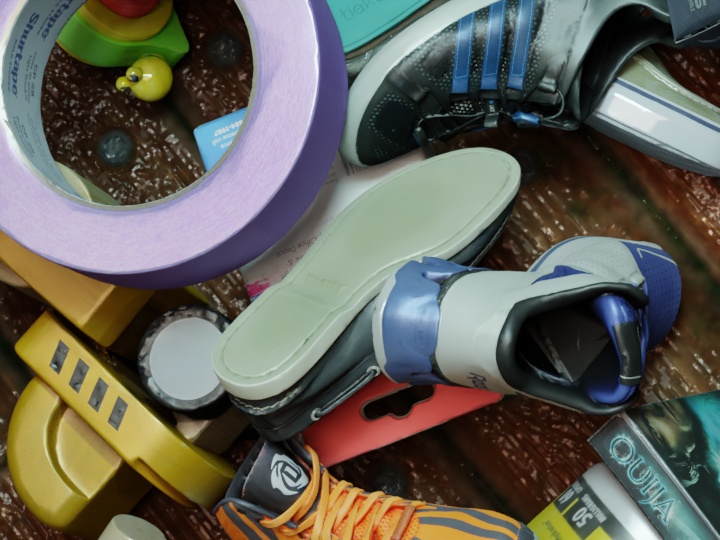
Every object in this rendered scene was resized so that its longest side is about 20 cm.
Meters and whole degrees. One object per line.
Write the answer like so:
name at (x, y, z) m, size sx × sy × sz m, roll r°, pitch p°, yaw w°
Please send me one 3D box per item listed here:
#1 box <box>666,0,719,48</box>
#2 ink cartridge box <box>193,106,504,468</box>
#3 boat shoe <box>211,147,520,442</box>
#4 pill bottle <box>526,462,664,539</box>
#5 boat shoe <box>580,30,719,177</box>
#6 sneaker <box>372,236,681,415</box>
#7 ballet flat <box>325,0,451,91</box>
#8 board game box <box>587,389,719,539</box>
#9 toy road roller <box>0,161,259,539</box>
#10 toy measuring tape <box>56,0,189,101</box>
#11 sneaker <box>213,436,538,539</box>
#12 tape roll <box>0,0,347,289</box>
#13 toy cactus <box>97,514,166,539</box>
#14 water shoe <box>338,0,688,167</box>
box at (0.212, -0.211, 1.532) m, size 0.051 × 0.157 × 0.201 m, roll -26°, pitch 69°, yaw 47°
ink cartridge box at (0.000, 0.000, 1.585) m, size 0.116 × 0.067 × 0.201 m, roll -21°, pitch 75°, yaw 7°
boat shoe at (0.011, 0.016, 1.508) m, size 0.074 × 0.066 × 0.199 m, roll 22°, pitch 55°, yaw 39°
pill bottle at (0.088, 0.202, 1.502) m, size 0.200 × 0.111 × 0.111 m, roll -43°, pitch 73°, yaw 2°
boat shoe at (0.120, -0.115, 1.578) m, size 0.199 × 0.072 × 0.062 m, roll 29°, pitch 89°, yaw 20°
sneaker at (0.111, 0.035, 1.475) m, size 0.115 × 0.199 × 0.081 m, roll 14°, pitch 104°, yaw 41°
ballet flat at (0.049, -0.159, 1.557) m, size 0.199 × 0.064 × 0.068 m, roll -31°, pitch 73°, yaw -6°
board game box at (0.207, 0.148, 1.472) m, size 0.028 × 0.135 × 0.200 m, roll -44°, pitch 72°, yaw 23°
toy road roller at (-0.145, 0.052, 1.581) m, size 0.200 × 0.123 × 0.146 m, roll 42°, pitch 91°, yaw 17°
toy measuring tape at (-0.156, -0.183, 1.655) m, size 0.073 × 0.074 × 0.201 m, roll -25°, pitch 77°, yaw 8°
sneaker at (-0.006, 0.132, 1.488) m, size 0.200 × 0.112 × 0.078 m, roll -13°, pitch 37°, yaw 49°
tape roll at (-0.110, -0.094, 1.498) m, size 0.199 × 0.066 × 0.201 m, roll -2°, pitch 82°, yaw 13°
toy cactus at (-0.143, 0.204, 1.556) m, size 0.199 × 0.102 × 0.166 m, roll 27°, pitch 107°, yaw 4°
water shoe at (0.080, -0.103, 1.515) m, size 0.200 × 0.072 × 0.079 m, roll -34°, pitch 62°, yaw 4°
